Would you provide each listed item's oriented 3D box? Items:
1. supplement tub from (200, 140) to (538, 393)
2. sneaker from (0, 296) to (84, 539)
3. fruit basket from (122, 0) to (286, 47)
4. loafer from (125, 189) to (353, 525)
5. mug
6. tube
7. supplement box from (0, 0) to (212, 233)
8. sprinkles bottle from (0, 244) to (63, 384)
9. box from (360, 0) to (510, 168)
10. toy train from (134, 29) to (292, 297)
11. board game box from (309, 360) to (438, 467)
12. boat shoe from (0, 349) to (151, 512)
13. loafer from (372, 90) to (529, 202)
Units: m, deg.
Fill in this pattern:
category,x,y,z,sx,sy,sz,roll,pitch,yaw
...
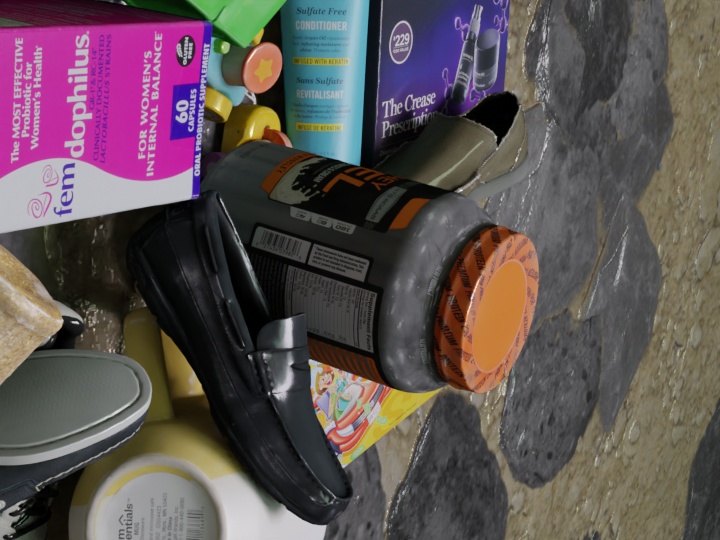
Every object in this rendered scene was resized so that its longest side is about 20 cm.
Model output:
category,x,y,z,sx,sy,sz,roll,pitch,yaw
supplement tub,0.000,0.000,0.929,0.122,0.198,0.124,-37,136,-47
sneaker,-0.192,0.104,0.855,0.075,0.087,0.202,-31,129,-53
fruit basket,-0.083,-0.249,0.829,0.215,0.154,0.218,-35,136,-42
loafer,-0.058,0.049,0.867,0.202,0.070,0.068,59,13,3
mug,-0.116,0.133,0.916,0.149,0.187,0.153,-43,173,4
tube,-0.024,-0.167,1.036,0.050,0.076,0.203,-81,171,-76
supplement box,-0.177,-0.084,0.792,0.199,0.102,0.102,-16,116,-55
sprinkles bottle,-0.226,0.071,0.694,0.200,0.068,0.068,-46,146,0
box,0.035,-0.167,1.147,0.199,0.078,0.143,-25,120,-54
toy train,-0.092,-0.074,0.986,0.150,0.055,0.202,-42,136,-45
board game box,0.007,0.052,1.090,0.199,0.034,0.136,-36,131,-33
boat shoe,-0.202,0.096,0.785,0.198,0.076,0.061,-12,132,-9
loafer,0.054,-0.077,1.075,0.200,0.075,0.070,-35,139,-48
